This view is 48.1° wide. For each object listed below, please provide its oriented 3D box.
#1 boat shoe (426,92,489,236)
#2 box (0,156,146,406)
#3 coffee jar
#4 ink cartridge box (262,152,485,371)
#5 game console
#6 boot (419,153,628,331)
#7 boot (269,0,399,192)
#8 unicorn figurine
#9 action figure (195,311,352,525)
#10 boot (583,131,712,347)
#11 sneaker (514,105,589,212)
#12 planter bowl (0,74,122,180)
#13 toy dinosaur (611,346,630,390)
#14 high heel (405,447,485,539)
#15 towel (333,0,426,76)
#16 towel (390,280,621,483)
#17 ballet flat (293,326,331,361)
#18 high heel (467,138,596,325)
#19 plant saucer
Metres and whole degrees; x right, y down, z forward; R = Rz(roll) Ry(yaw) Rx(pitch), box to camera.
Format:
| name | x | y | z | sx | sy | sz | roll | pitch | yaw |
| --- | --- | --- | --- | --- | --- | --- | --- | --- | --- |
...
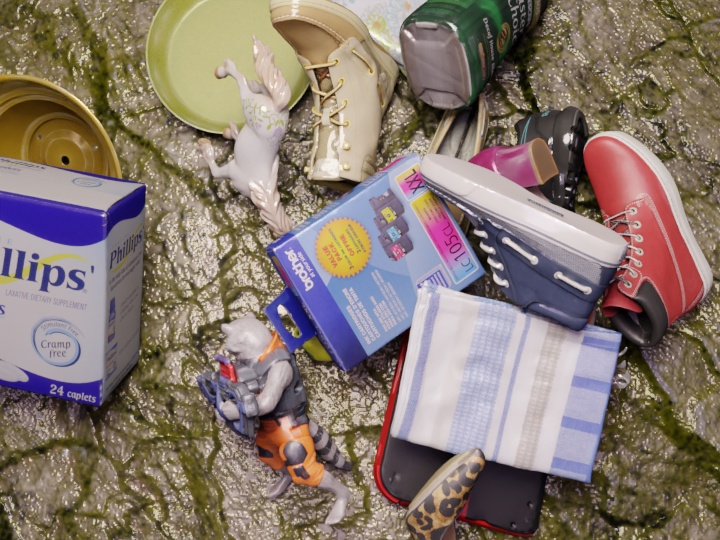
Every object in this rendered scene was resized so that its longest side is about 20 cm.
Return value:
| name | x | y | z | sx | sy | sz | roll | pitch | yaw |
| --- | --- | --- | --- | --- | --- | --- | --- | --- | --- |
| boat shoe | 0.091 | -0.098 | 0.853 | 0.070 | 0.076 | 0.204 | 12 | 80 | 3 |
| box | -0.315 | 0.007 | 0.791 | 0.180 | 0.105 | 0.204 | 10 | 111 | 4 |
| coffee jar | 0.125 | -0.264 | 0.842 | 0.084 | 0.105 | 0.201 | 15 | 52 | 33 |
| ink cartridge box | 0.000 | 0.000 | 0.776 | 0.198 | 0.076 | 0.138 | -34 | 98 | -9 |
| game console | 0.113 | 0.152 | 0.829 | 0.173 | 0.031 | 0.204 | 14 | 80 | -1 |
| boot | 0.129 | -0.026 | 0.723 | 0.198 | 0.073 | 0.092 | 29 | 114 | 17 |
| boot | -0.032 | -0.171 | 0.821 | 0.072 | 0.199 | 0.159 | 5 | 80 | 30 |
| unicorn figurine | -0.106 | -0.120 | 0.826 | 0.073 | 0.202 | 0.137 | -26 | 55 | -28 |
| action figure | -0.089 | 0.131 | 0.787 | 0.103 | 0.199 | 0.197 | -25 | 107 | -20 |
| boot | 0.259 | -0.033 | 0.794 | 0.143 | 0.072 | 0.202 | -28 | 88 | -38 |
| sneaker | 0.190 | -0.071 | 0.858 | 0.078 | 0.075 | 0.204 | 7 | 84 | 33 |
| planter bowl | -0.327 | -0.108 | 0.851 | 0.196 | 0.084 | 0.205 | 3 | 110 | 8 |
| toy dinosaur | 0.160 | 0.118 | 0.796 | 0.195 | 0.077 | 0.104 | 6 | 68 | 2 |
| high heel | 0.100 | 0.266 | 0.749 | 0.142 | 0.071 | 0.202 | 39 | 120 | 14 |
| towel | 0.028 | -0.334 | 0.906 | 0.198 | 0.048 | 0.173 | 31 | 82 | -3 |
| towel | 0.133 | 0.104 | 0.742 | 0.196 | 0.024 | 0.150 | 13 | 93 | 0 |
| ballet flat | -0.013 | -0.005 | 0.836 | 0.066 | 0.066 | 0.203 | 29 | 81 | -36 |
| high heel | 0.164 | -0.025 | 0.792 | 0.067 | 0.095 | 0.203 | -32 | 103 | -38 |
| plant saucer | -0.143 | -0.246 | 0.916 | 0.195 | 0.031 | 0.205 | 0 | 78 | 2 |
